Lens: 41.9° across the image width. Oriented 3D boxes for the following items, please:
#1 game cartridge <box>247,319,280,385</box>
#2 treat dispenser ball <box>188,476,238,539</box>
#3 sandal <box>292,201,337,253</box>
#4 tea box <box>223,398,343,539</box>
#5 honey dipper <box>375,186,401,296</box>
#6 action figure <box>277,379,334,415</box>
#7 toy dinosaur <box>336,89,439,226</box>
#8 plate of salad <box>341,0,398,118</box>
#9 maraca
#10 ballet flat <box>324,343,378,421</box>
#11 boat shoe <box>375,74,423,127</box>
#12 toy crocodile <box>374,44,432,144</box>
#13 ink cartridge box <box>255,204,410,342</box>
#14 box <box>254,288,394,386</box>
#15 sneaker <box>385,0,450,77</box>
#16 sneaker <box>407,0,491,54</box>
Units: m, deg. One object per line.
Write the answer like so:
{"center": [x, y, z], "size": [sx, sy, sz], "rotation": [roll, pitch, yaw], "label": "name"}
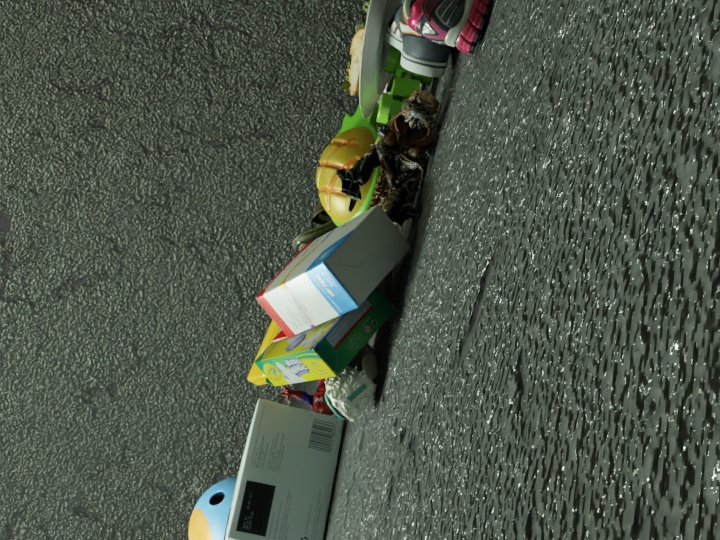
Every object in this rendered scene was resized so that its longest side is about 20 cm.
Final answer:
{"center": [-0.095, 0.079, 1.383], "size": [0.200, 0.032, 0.178], "rotation": [-20, 44, 62], "label": "game cartridge"}
{"center": [-0.232, 0.502, 1.817], "size": [0.201, 0.199, 0.203], "rotation": [-167, 90, -85], "label": "treat dispenser ball"}
{"center": [-0.041, -0.091, 1.531], "size": [0.201, 0.057, 0.080], "rotation": [-40, -10, -31], "label": "sandal"}
{"center": [-0.117, 0.322, 1.372], "size": [0.197, 0.132, 0.202], "rotation": [115, 167, -63], "label": "tea box"}
{"center": [0.029, -0.025, 1.203], "size": [0.038, 0.038, 0.201], "rotation": [110, 171, -51], "label": "honey dipper"}
{"center": [-0.061, 0.141, 1.439], "size": [0.099, 0.065, 0.202], "rotation": [33, -121, -47], "label": "action figure"}
{"center": [0.047, -0.126, 1.124], "size": [0.201, 0.101, 0.136], "rotation": [80, -149, -53], "label": "toy dinosaur"}
{"center": [0.014, -0.305, 1.253], "size": [0.200, 0.048, 0.202], "rotation": [10, -90, -81], "label": "plate of salad"}
{"center": [-0.008, -0.156, 1.363], "size": [0.137, 0.106, 0.202], "rotation": [-32, 48, 45], "label": "maraca"}
{"center": [-0.006, 0.122, 1.141], "size": [0.200, 0.071, 0.072], "rotation": [-104, 28, -75], "label": "ballet flat"}
{"center": [0.053, -0.248, 1.367], "size": [0.070, 0.070, 0.201], "rotation": [-78, 11, -47], "label": "boat shoe"}
{"center": [0.059, -0.235, 1.239], "size": [0.062, 0.067, 0.202], "rotation": [112, 169, -65], "label": "toy crocodile"}
{"center": [-0.045, 0.008, 1.122], "size": [0.199, 0.067, 0.116], "rotation": [-26, 18, 51], "label": "ink cartridge box"}
{"center": [-0.052, 0.082, 1.149], "size": [0.117, 0.048, 0.200], "rotation": [-47, 12, -28], "label": "box"}
{"center": [0.078, -0.299, 1.147], "size": [0.200, 0.078, 0.080], "rotation": [-104, 24, -63], "label": "sneaker"}
{"center": [0.097, -0.313, 0.970], "size": [0.081, 0.074, 0.201], "rotation": [110, 172, -52], "label": "sneaker"}
